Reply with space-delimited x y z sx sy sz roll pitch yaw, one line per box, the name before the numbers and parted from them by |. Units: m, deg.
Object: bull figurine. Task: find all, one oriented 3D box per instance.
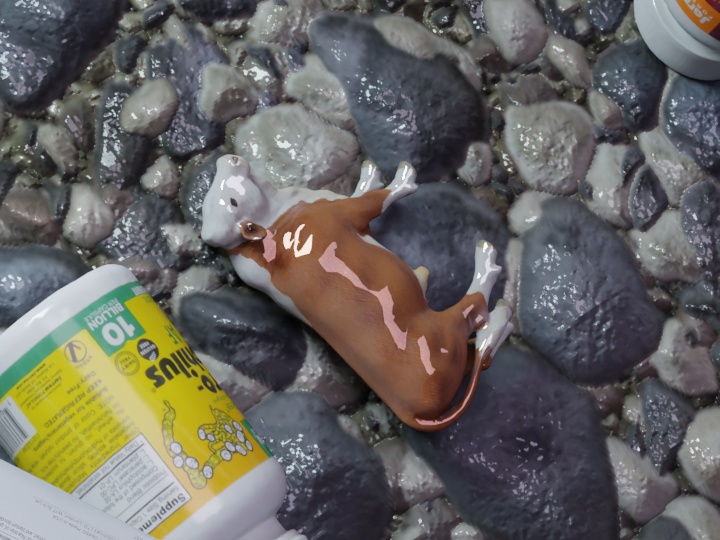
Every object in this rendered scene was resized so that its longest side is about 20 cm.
bull figurine | 0.000 0.000 1.446 0.121 0.065 0.200 -41 87 -24

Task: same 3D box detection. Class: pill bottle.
pill bottle | -0.110 0.106 1.342 0.113 0.113 0.200 -35 83 -27
pill bottle | 0.246 -0.197 1.533 0.109 0.200 0.110 7 68 -17

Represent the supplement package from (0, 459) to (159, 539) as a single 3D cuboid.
supplement package | -0.191 0.223 1.223 0.147 0.191 0.201 27 64 -6
